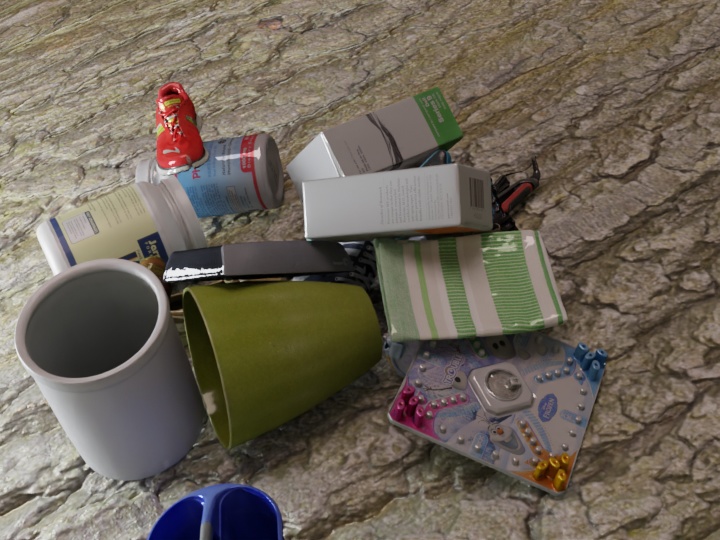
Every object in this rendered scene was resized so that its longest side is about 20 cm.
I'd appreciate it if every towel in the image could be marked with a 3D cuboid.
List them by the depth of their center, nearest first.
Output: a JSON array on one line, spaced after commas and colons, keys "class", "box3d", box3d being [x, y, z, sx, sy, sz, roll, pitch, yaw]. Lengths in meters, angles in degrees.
[{"class": "towel", "box3d": [0.121, 0.013, 1.378, 0.198, 0.023, 0.153, -3, 47, -8]}]

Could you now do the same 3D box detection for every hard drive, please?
[{"class": "hard drive", "box3d": [-0.119, -0.009, 1.449, 0.199, 0.043, 0.134, -2, -2, -44]}]

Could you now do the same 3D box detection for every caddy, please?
[{"class": "caddy", "box3d": [-0.137, 0.296, 1.194, 0.140, 0.106, 0.201, -14, 37, 3]}]

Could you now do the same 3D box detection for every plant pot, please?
[{"class": "plant pot", "box3d": [-0.083, 0.086, 1.410, 0.199, 0.188, 0.187, -15, 35, -17]}]

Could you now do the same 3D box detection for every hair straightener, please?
[{"class": "hair straightener", "box3d": [0.171, -0.095, 1.652, 0.077, 0.041, 0.200, 20, 54, 38]}]

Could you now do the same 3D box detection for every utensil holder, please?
[{"class": "utensil holder", "box3d": [-0.271, 0.115, 1.378, 0.168, 0.201, 0.171, -6, 48, 7]}]

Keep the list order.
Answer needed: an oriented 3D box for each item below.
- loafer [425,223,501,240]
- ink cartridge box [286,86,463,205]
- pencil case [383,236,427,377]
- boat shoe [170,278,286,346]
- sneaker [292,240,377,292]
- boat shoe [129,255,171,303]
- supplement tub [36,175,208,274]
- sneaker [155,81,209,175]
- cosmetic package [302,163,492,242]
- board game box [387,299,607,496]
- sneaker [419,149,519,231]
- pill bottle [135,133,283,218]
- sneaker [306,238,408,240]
[{"class": "loafer", "box3d": [0.141, -0.021, 1.465, 0.070, 0.200, 0.075, -41, -7, 29]}, {"class": "ink cartridge box", "box3d": [0.017, -0.160, 1.677, 0.199, 0.085, 0.146, -24, -5, -28]}, {"class": "pencil case", "box3d": [0.078, 0.043, 1.472, 0.090, 0.084, 0.201, 2, 38, 6]}, {"class": "boat shoe", "box3d": [-0.185, 0.039, 1.585, 0.199, 0.063, 0.073, -19, 37, -5]}, {"class": "sneaker", "box3d": [0.000, 0.000, 1.529, 0.200, 0.070, 0.109, -44, 38, 7]}, {"class": "boat shoe", "box3d": [-0.270, 0.052, 1.507, 0.071, 0.200, 0.068, 15, 57, -21]}, {"class": "supplement tub", "box3d": [-0.318, -0.033, 1.656, 0.199, 0.146, 0.145, -25, 37, -13]}, {"class": "sneaker", "box3d": [-0.262, -0.201, 1.723, 0.076, 0.085, 0.200, -17, 35, -2]}, {"class": "cosmetic package", "box3d": [0.043, -0.076, 1.424, 0.199, 0.072, 0.101, -4, -3, 28]}, {"class": "board game box", "box3d": [0.153, 0.122, 1.322, 0.199, 0.026, 0.200, 23, 47, 7]}, {"class": "sneaker", "box3d": [0.153, -0.072, 1.535, 0.199, 0.082, 0.073, 33, 8, 2]}, {"class": "pill bottle", "box3d": [-0.218, -0.133, 1.782, 0.198, 0.109, 0.109, -7, 37, 11]}, {"class": "sneaker", "box3d": [0.022, -0.073, 1.650, 0.198, 0.078, 0.140, -11, 16, -2]}]
